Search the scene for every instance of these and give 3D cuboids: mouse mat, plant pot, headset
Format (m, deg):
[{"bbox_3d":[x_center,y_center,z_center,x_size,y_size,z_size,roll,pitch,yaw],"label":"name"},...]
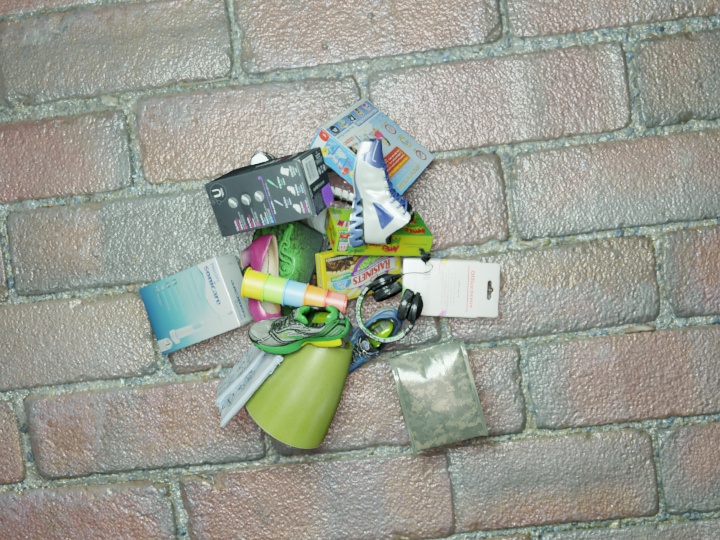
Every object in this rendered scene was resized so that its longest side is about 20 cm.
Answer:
[{"bbox_3d":[-0.162,-0.014,1.212,0.159,0.008,0.202,27,111,20],"label":"mouse mat"},{"bbox_3d":[-0.101,0.209,1.192,0.186,0.187,0.201,33,103,1],"label":"plant pot"},{"bbox_3d":[0.073,0.048,1.178,0.123,0.094,0.201,38,85,10],"label":"headset"}]

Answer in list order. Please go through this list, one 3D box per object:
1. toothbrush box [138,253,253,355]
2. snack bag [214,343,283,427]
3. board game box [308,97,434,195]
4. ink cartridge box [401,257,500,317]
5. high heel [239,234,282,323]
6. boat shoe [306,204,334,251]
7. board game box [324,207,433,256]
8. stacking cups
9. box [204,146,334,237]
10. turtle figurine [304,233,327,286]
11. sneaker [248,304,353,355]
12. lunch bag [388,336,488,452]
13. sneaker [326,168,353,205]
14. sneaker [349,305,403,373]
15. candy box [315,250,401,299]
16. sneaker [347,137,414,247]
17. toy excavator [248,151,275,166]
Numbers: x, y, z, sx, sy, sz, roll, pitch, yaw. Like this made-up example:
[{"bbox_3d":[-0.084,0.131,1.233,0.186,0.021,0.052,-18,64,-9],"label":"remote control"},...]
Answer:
[{"bbox_3d":[-0.335,0.069,1.245,0.198,0.085,0.148,-21,90,18],"label":"toothbrush box"},{"bbox_3d":[-0.228,0.207,1.214,0.021,0.200,0.189,40,93,-18],"label":"snack bag"},{"bbox_3d":[0.028,-0.232,1.190,0.195,0.200,0.056,41,131,1],"label":"board game box"},{"bbox_3d":[0.184,0.035,1.250,0.196,0.067,0.119,3,92,4],"label":"ink cartridge box"},{"bbox_3d":[-0.174,0.032,1.186,0.095,0.067,0.203,-25,75,38],"label":"high heel"},{"bbox_3d":[-0.051,-0.066,1.259,0.073,0.065,0.201,-37,90,3],"label":"boat shoe"},{"bbox_3d":[0.035,-0.077,1.204,0.197,0.102,0.048,0,125,-17],"label":"board game box"},{"bbox_3d":[-0.123,0.048,1.138,0.197,0.061,0.061,15,92,0],"label":"stacking cups"},{"bbox_3d":[-0.165,-0.146,1.115,0.197,0.122,0.108,-11,108,19],"label":"box"},{"bbox_3d":[-0.110,0.019,1.250,0.148,0.100,0.203,13,108,33],"label":"turtle figurine"},{"bbox_3d":[-0.117,0.097,1.108,0.197,0.086,0.079,-11,47,15],"label":"sneaker"},{"bbox_3d":[0.156,0.245,1.234,0.161,0.118,0.203,-14,96,4],"label":"lunch bag"},{"bbox_3d":[-0.036,-0.205,1.258,0.197,0.076,0.117,19,87,-9],"label":"sneaker"},{"bbox_3d":[0.002,0.151,1.250,0.200,0.089,0.079,-43,89,9],"label":"sneaker"},{"bbox_3d":[0.000,0.000,1.214,0.198,0.026,0.104,-14,110,-35],"label":"candy box"},{"bbox_3d":[0.043,-0.132,1.073,0.113,0.081,0.202,7,113,5],"label":"sneaker"},{"bbox_3d":[-0.200,-0.119,1.257,0.194,0.100,0.200,-41,98,4],"label":"toy excavator"}]
